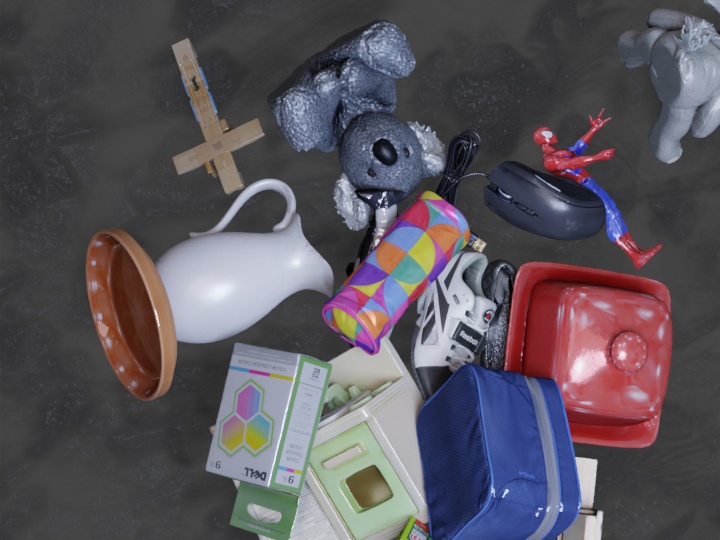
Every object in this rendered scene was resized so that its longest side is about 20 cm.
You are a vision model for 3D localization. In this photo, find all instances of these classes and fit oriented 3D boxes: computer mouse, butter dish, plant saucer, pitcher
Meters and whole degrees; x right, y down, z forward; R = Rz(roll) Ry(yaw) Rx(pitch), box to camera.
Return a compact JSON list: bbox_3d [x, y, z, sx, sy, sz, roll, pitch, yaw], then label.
[{"bbox_3d":[0.173,-0.062,1.743,0.199,0.046,0.141,26,126,1],"label":"computer mouse"},{"bbox_3d":[0.273,0.092,1.681,0.199,0.148,0.201,9,83,-14],"label":"butter dish"},{"bbox_3d":[-0.258,0.048,1.725,0.032,0.200,0.201,-17,81,-29],"label":"plant saucer"},{"bbox_3d":[-0.150,-0.012,1.764,0.199,0.121,0.172,-19,63,-9],"label":"pitcher"}]

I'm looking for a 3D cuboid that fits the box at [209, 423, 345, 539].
[{"bbox_3d":[-0.088,0.251,1.736,0.095,0.078,0.201,-24,82,0],"label":"box"}]

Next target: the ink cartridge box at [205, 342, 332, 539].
[{"bbox_3d":[-0.107,0.186,1.652,0.103,0.059,0.201,7,81,43],"label":"ink cartridge box"}]

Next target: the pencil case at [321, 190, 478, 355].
[{"bbox_3d":[0.043,0.002,1.691,0.088,0.088,0.200,40,65,7],"label":"pencil case"}]

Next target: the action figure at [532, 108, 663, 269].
[{"bbox_3d":[0.288,-0.108,1.757,0.200,0.065,0.099,46,107,7],"label":"action figure"}]

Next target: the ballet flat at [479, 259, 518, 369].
[{"bbox_3d":[0.167,0.087,1.749,0.066,0.057,0.201,-9,84,2],"label":"ballet flat"}]

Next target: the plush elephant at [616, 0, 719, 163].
[{"bbox_3d":[0.409,-0.245,1.731,0.154,0.200,0.166,-15,74,-17],"label":"plush elephant"}]

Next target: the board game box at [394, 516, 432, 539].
[{"bbox_3d":[0.108,0.362,1.617,0.199,0.048,0.102,33,120,2],"label":"board game box"}]

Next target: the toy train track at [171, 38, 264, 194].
[{"bbox_3d":[-0.181,-0.184,1.822,0.114,0.033,0.201,-23,76,8],"label":"toy train track"}]

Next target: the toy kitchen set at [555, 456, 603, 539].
[{"bbox_3d":[0.171,0.300,1.670,0.179,0.163,0.201,6,83,5],"label":"toy kitchen set"}]

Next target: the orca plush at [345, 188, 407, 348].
[{"bbox_3d":[0.000,0.000,1.759,0.071,0.105,0.201,17,121,41],"label":"orca plush"}]

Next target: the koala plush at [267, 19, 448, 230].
[{"bbox_3d":[0.006,-0.163,1.758,0.177,0.184,0.200,-38,103,-6],"label":"koala plush"}]

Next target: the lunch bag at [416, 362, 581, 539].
[{"bbox_3d":[0.151,0.198,1.603,0.132,0.136,0.201,13,51,-25],"label":"lunch bag"}]

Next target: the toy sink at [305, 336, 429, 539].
[{"bbox_3d":[0.006,0.194,1.684,0.130,0.112,0.201,-30,89,34],"label":"toy sink"}]

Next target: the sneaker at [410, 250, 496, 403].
[{"bbox_3d":[0.110,0.066,1.712,0.088,0.074,0.201,-15,62,34],"label":"sneaker"}]
